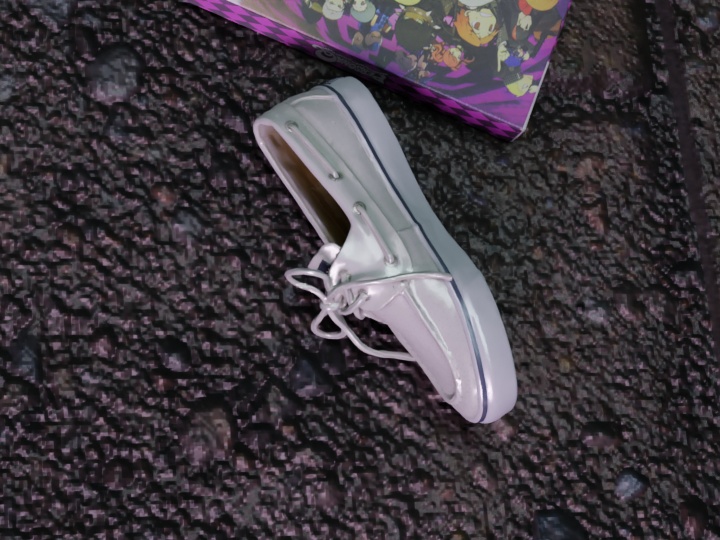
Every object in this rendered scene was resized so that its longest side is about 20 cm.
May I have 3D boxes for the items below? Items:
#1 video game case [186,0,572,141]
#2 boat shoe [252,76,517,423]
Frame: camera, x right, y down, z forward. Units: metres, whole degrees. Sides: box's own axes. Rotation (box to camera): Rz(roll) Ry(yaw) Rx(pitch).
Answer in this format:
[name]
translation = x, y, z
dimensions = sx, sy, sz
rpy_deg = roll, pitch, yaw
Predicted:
[video game case]
translation = 0.027, -0.192, 1.136
dimensions = 0.200, 0.036, 0.182
rpy_deg = 23, 78, -8
[boat shoe]
translation = 0.001, -0.003, 1.053
dimensions = 0.086, 0.075, 0.202
rpy_deg = -22, 75, -24
